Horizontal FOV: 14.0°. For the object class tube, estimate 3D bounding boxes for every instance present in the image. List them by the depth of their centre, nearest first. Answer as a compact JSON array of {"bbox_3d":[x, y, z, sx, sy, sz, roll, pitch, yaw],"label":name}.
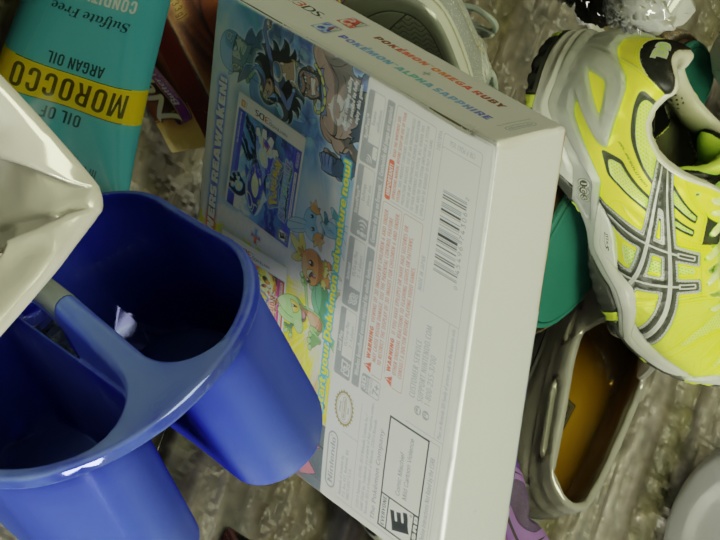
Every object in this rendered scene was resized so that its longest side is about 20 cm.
[{"bbox_3d":[-0.110,-0.120,1.241,0.077,0.050,0.201,18,104,-1],"label":"tube"}]

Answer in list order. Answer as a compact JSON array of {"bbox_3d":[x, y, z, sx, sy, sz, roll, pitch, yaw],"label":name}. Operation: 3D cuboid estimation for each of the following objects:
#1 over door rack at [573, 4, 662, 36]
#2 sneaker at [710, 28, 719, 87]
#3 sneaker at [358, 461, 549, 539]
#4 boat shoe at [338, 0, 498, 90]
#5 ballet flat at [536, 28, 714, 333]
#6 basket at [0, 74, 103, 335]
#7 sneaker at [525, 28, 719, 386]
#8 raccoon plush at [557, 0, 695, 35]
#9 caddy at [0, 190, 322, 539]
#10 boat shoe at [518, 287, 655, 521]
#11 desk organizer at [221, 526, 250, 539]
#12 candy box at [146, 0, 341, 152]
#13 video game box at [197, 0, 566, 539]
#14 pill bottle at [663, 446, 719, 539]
[{"bbox_3d":[0.117,-0.226,1.411,0.200,0.066,0.148,60,36,-20],"label":"over door rack"},{"bbox_3d":[0.222,-0.053,1.476,0.100,0.075,0.200,-62,144,-12],"label":"sneaker"},{"bbox_3d":[0.052,0.122,1.346,0.083,0.080,0.201,25,42,-50],"label":"sneaker"},{"bbox_3d":[0.030,-0.080,1.323,0.202,0.074,0.065,71,36,-58],"label":"boat shoe"},{"bbox_3d":[0.101,-0.044,1.419,0.200,0.067,0.068,-51,138,-35],"label":"ballet flat"},{"bbox_3d":[-0.224,-0.043,1.129,0.200,0.123,0.136,48,61,-16],"label":"basket"},{"bbox_3d":[0.147,-0.023,1.358,0.075,0.076,0.200,-54,126,-34],"label":"sneaker"},{"bbox_3d":[0.055,-0.186,1.260,0.134,0.200,0.097,35,81,-43],"label":"raccoon plush"},{"bbox_3d":[-0.109,0.039,1.189,0.141,0.200,0.105,-40,122,-15],"label":"caddy"},{"bbox_3d":[0.123,0.031,1.430,0.071,0.070,0.201,39,67,-28],"label":"boat shoe"},{"bbox_3d":[0.012,0.196,1.342,0.200,0.072,0.077,36,65,-29],"label":"desk organizer"},{"bbox_3d":[-0.028,-0.154,1.340,0.200,0.056,0.117,-38,108,-32],"label":"candy box"},{"bbox_3d":[0.000,0.000,1.233,0.047,0.182,0.201,-16,124,-39],"label":"video game box"},{"bbox_3d":[0.258,0.155,1.496,0.199,0.112,0.113,15,79,-35],"label":"pill bottle"}]
